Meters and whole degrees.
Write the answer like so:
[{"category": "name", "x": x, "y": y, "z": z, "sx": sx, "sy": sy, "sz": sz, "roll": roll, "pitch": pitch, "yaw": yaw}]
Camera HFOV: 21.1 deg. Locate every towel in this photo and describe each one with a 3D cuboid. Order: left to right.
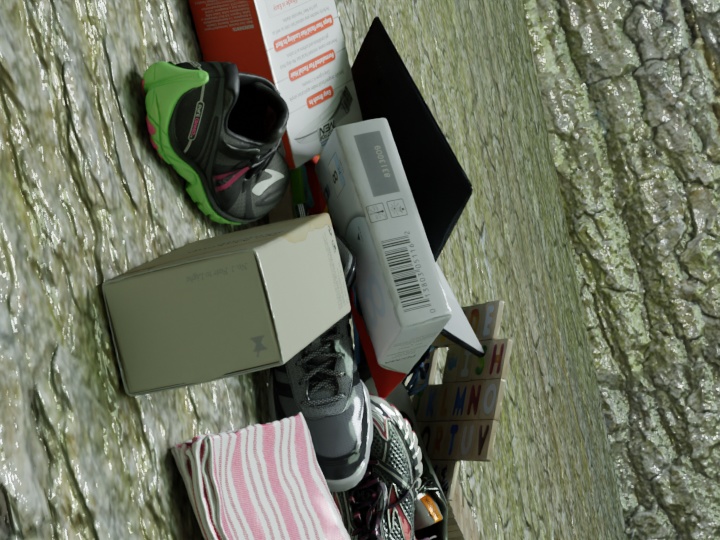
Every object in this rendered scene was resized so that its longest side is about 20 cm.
[{"category": "towel", "x": -0.049, "y": 0.169, "z": 1.269, "sx": 0.148, "sy": 0.030, "sz": 0.200, "roll": 69, "pitch": 19, "yaw": 7}]

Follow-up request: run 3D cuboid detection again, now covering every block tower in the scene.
[{"category": "block tower", "x": 0.074, "y": 0.237, "z": 1.808, "sx": 0.201, "sy": 0.057, "sz": 0.054, "roll": 65, "pitch": 18, "yaw": -45}]

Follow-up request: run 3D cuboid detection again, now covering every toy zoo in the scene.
[{"category": "toy zoo", "x": -0.039, "y": -0.031, "z": 1.599, "sx": 0.200, "sy": 0.020, "sz": 0.133, "roll": 30, "pitch": 53, "yaw": -74}]

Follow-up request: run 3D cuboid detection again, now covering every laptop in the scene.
[{"category": "laptop", "x": 0.054, "y": -0.062, "z": 1.527, "sx": 0.200, "sy": 0.116, "sz": 0.188, "roll": 32, "pitch": 26, "yaw": -52}]

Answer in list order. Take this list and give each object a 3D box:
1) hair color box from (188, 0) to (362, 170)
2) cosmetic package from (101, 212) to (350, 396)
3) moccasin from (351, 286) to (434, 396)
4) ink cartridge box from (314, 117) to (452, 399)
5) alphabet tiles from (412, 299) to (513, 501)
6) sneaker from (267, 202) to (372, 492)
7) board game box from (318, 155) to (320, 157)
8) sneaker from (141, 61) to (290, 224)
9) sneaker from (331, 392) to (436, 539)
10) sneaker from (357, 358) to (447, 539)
[{"category": "hair color box", "x": -0.069, "y": -0.184, "z": 1.449, "sx": 0.111, "sy": 0.063, "sz": 0.202, "roll": -35, "pitch": 114, "yaw": -55}, {"category": "cosmetic package", "x": -0.079, "y": 0.018, "z": 1.217, "sx": 0.200, "sy": 0.103, "sz": 0.074, "roll": -33, "pitch": 111, "yaw": -78}, {"category": "moccasin", "x": 0.029, "y": 0.069, "z": 1.664, "sx": 0.201, "sy": 0.067, "sz": 0.081, "roll": 84, "pitch": 4, "yaw": -50}, {"category": "ink cartridge box", "x": 0.000, "y": 0.000, "z": 1.466, "sx": 0.200, "sy": 0.047, "sz": 0.161, "roll": 124, "pitch": -50, "yaw": -63}, {"category": "alphabet tiles", "x": 0.079, "y": 0.112, "z": 1.639, "sx": 0.200, "sy": 0.007, "sz": 0.169, "roll": 165, "pitch": -62, "yaw": -71}, {"category": "sneaker", "x": -0.034, "y": 0.052, "z": 1.392, "sx": 0.114, "sy": 0.075, "sz": 0.202, "roll": 96, "pitch": -15, "yaw": -65}, {"category": "board game box", "x": -0.014, "y": -0.091, "z": 1.757, "sx": 0.201, "sy": 0.030, "sz": 0.096, "roll": 61, "pitch": 23, "yaw": -48}, {"category": "sneaker", "x": -0.082, "y": -0.086, "z": 1.325, "sx": 0.200, "sy": 0.083, "sz": 0.078, "roll": 44, "pitch": 38, "yaw": -68}, {"category": "sneaker", "x": 0.013, "y": 0.194, "z": 1.524, "sx": 0.075, "sy": 0.080, "sz": 0.202, "roll": -47, "pitch": 125, "yaw": -72}, {"category": "sneaker", "x": 0.036, "y": 0.169, "z": 1.597, "sx": 0.079, "sy": 0.073, "sz": 0.202, "roll": -1, "pitch": -75, "yaw": 58}]
